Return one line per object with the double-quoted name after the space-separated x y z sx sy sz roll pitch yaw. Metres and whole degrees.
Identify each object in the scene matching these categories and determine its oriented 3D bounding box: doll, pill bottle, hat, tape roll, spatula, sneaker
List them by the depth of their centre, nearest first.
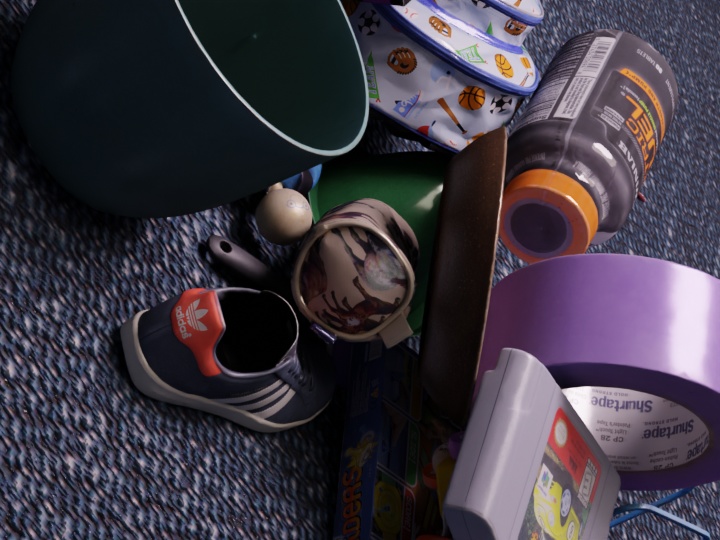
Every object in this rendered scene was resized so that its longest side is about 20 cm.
-0.059 0.052 1.232 0.200 0.084 0.075 11 56 -57 "sneaker"
0.178 0.074 1.348 0.200 0.199 0.085 36 52 -40 "tape roll"
-0.037 0.032 1.355 0.200 0.020 0.057 42 37 -34 "spatula"
-0.079 -0.106 1.379 0.136 0.048 0.201 9 55 -46 "doll"
0.162 -0.086 1.443 0.106 0.106 0.200 52 40 -18 "pill bottle"
0.081 -0.062 1.471 0.166 0.176 0.200 61 27 -6 "hat"

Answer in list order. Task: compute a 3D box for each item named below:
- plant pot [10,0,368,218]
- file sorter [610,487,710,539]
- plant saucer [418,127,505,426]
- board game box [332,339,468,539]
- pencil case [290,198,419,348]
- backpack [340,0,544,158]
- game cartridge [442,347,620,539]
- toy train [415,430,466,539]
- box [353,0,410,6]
-0.117 -0.125 1.209 0.200 0.161 0.201 40 34 -35 "plant pot"
0.176 0.133 1.522 0.139 0.122 0.201 29 41 -47 "file sorter"
0.066 0.002 1.303 0.200 0.036 0.202 9 90 -89 "plant saucer"
0.040 0.159 1.332 0.135 0.034 0.201 40 42 -36 "board game box"
0.000 0.000 1.322 0.200 0.077 0.090 -67 133 -83 "pencil case"
0.053 -0.177 1.481 0.199 0.154 0.191 19 34 -24 "backpack"
0.115 0.156 1.274 0.200 0.041 0.134 51 55 -50 "game cartridge"
0.068 0.182 1.284 0.200 0.055 0.151 16 81 -60 "toy train"
-0.023 -0.240 1.392 0.143 0.199 0.036 -46 138 -44 "box"
